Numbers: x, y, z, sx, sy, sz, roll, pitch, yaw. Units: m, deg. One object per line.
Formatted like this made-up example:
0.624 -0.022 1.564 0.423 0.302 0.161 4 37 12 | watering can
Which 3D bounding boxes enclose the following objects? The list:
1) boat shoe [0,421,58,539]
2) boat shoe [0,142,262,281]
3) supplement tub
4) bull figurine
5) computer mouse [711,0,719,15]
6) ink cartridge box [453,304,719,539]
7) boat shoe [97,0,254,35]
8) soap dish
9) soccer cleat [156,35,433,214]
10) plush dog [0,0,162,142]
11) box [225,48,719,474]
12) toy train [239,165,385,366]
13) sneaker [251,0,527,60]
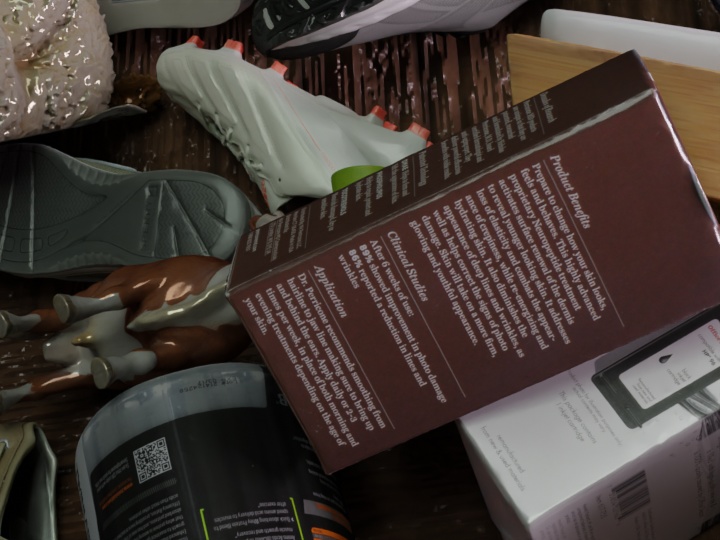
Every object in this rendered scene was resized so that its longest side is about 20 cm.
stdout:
-0.177 0.159 0.835 0.068 0.075 0.201 -21 55 8 | boat shoe
-0.143 -0.026 0.956 0.201 0.065 0.075 3 79 23 | boat shoe
-0.056 0.154 0.778 0.122 0.123 0.201 -19 56 3 | supplement tub
-0.104 0.025 0.846 0.121 0.200 0.065 -14 83 -39 | bull figurine
0.278 -0.134 0.917 0.199 0.053 0.139 13 60 8 | computer mouse
0.151 0.064 0.783 0.199 0.116 0.068 -30 57 -5 | ink cartridge box
-0.139 -0.187 1.047 0.199 0.072 0.068 -1 24 32 | boat shoe
0.176 -0.053 0.833 0.199 0.157 0.082 14 80 22 | soap dish
-0.045 -0.069 0.949 0.199 0.069 0.078 26 82 28 | soccer cleat
-0.202 -0.162 0.974 0.160 0.200 0.173 -14 97 -22 | plush dog
0.052 -0.004 0.742 0.199 0.100 0.075 -24 20 12 | box
0.000 0.000 0.866 0.199 0.085 0.116 -9 73 15 | toy train
0.035 -0.157 0.968 0.199 0.080 0.074 -21 46 -5 | sneaker
